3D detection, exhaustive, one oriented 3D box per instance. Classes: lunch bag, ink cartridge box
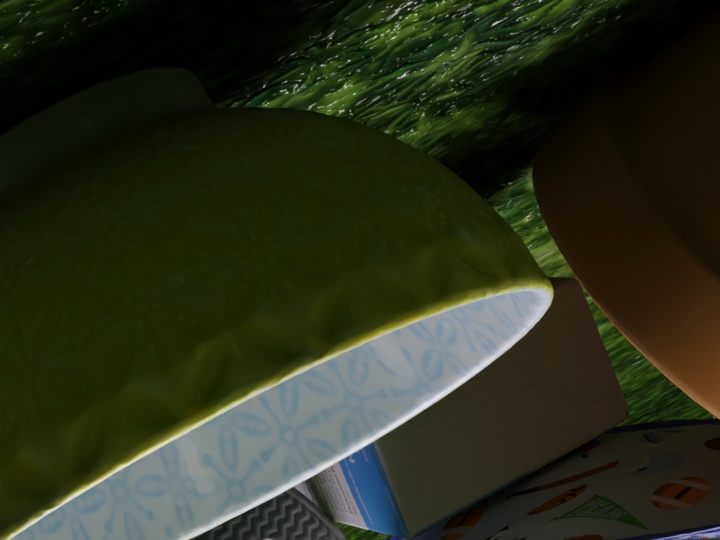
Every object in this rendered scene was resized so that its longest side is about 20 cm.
[{"bbox_3d":[0.114,0.132,1.035,0.199,0.124,0.170,-4,-171,-6],"label":"lunch bag"},{"bbox_3d":[0.014,0.054,1.133,0.116,0.067,0.200,-27,-169,-21],"label":"ink cartridge box"}]

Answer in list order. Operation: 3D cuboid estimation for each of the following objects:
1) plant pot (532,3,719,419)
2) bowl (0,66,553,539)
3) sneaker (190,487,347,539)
[{"bbox_3d":[0.184,-0.034,0.969,0.140,0.200,0.200,-52,159,27],"label":"plant pot"},{"bbox_3d":[-0.058,0.009,0.724,0.200,0.108,0.200,-28,170,-5],"label":"bowl"},{"bbox_3d":[-0.102,0.126,1.094,0.200,0.074,0.118,20,146,-21],"label":"sneaker"}]
